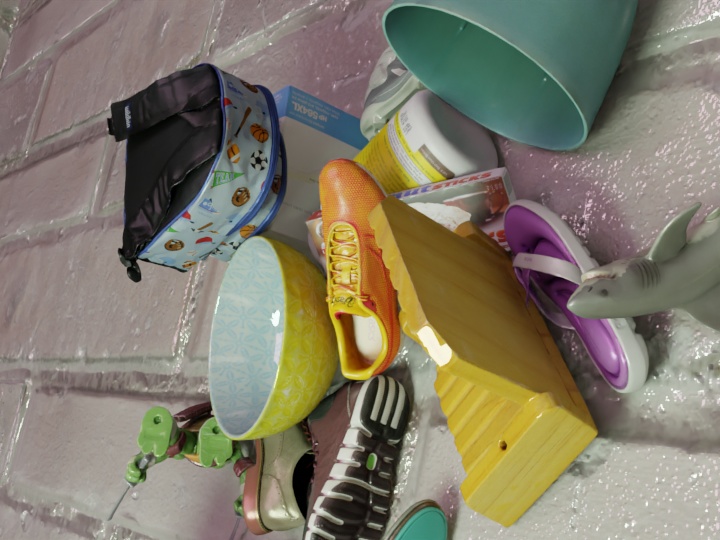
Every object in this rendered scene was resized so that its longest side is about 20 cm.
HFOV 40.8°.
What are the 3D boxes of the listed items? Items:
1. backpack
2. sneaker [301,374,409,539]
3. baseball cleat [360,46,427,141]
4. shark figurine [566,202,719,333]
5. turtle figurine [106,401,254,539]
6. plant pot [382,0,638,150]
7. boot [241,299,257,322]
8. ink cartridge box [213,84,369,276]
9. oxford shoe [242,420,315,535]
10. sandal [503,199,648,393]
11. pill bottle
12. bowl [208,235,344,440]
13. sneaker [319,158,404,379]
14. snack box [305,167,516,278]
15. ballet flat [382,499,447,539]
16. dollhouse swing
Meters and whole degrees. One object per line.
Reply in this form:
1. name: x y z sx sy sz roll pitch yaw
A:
1. backpack: -0.158 -0.106 0.990 0.190 0.153 0.202 -37 55 44
2. sneaker: -0.023 0.199 0.947 0.115 0.075 0.202 -5 59 58
3. baseball cleat: 0.063 -0.216 1.030 0.199 0.069 0.108 -28 52 43
4. shark figurine: 0.258 -0.006 0.674 0.213 0.128 0.090 -32 73 18
5. turtle figurine: -0.184 0.231 1.064 0.144 0.194 0.200 40 73 16
6. plant pot: 0.144 -0.226 0.827 0.162 0.200 0.200 -57 34 -8
7. boot: -0.138 0.083 1.129 0.200 0.096 0.075 -42 43 34
8. ink cartridge box: -0.080 -0.080 1.108 0.128 0.124 0.203 -18 58 48
9. oxford shoe: -0.073 0.181 1.038 0.074 0.070 0.203 -9 62 22
10. sandal: 0.155 0.014 0.767 0.203 0.049 0.083 -122 21 -44
11. pill bottle: 0.035 -0.076 0.962 0.200 0.108 0.110 -43 42 32
12. bowl: -0.070 0.071 0.973 0.200 0.106 0.203 -26 60 58
13. sneaker: 0.000 0.000 0.870 0.072 0.077 0.203 -7 101 25
14. snack box: 0.050 -0.038 0.896 0.198 0.073 0.024 -11 24 25
15. ballet flat: 0.018 0.291 0.840 0.063 0.067 0.203 8 79 62
16. dollhouse swing: 0.060 0.071 0.771 0.183 0.174 0.201 -57 36 34
